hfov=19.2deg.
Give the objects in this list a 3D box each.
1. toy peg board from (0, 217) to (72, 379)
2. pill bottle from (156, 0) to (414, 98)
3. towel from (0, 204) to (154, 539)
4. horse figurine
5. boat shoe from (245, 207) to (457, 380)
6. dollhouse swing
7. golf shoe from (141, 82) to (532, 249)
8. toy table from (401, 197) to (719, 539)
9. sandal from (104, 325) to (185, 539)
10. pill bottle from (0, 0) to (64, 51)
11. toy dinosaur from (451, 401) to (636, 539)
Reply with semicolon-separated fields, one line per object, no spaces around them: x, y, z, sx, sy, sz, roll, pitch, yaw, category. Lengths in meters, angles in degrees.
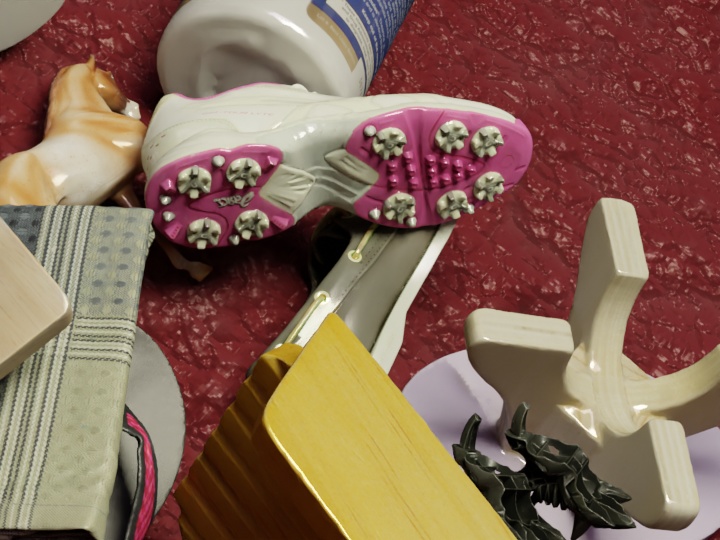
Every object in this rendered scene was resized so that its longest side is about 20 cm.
-0.258;-0.006;0.862;0.199;0.098;0.200;-39;76;-14;toy peg board
-0.027;-0.159;1.182;0.111;0.111;0.200;29;48;-4;pill bottle
-0.194;0.047;0.948;0.192;0.035;0.200;1;47;5;towel
-0.140;-0.029;1.068;0.133;0.050;0.200;42;45;0;horse figurine
0.001;-0.001;1.102;0.060;0.072;0.202;32;51;-8;boat shoe
-0.060;0.162;0.860;0.176;0.200;0.182;-27;70;-38;dollhouse swing
-0.014;-0.068;1.074;0.200;0.075;0.092;-5;39;-14;golf shoe
0.124;0.069;1.081;0.200;0.117;0.184;-2;56;-27;toy table
-0.126;0.108;0.953;0.075;0.045;0.200;28;56;-12;sandal
-0.236;-0.216;1.118;0.114;0.114;0.200;-16;63;-35;pill bottle
0.040;0.134;0.976;0.200;0.136;0.102;45;29;-4;toy dinosaur
